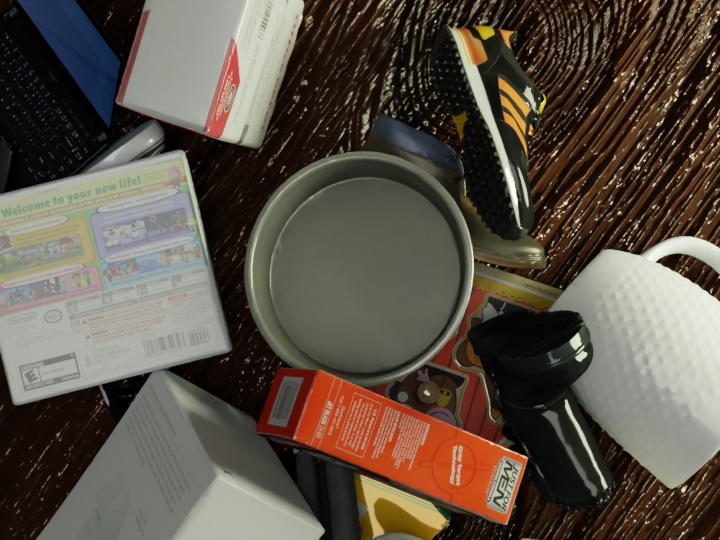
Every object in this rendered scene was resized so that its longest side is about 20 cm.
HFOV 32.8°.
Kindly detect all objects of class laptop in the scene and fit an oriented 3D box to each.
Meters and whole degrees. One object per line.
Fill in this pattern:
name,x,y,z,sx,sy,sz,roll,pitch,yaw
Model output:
laptop,-0.308,-0.171,1.084,0.200,0.103,0.178,-39,74,5

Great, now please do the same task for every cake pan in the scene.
cake pan,0.000,0.000,1.049,0.198,0.037,0.202,-2,82,11

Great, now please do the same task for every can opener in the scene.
can opener,-0.038,0.168,1.054,0.053,0.067,0.202,-16,62,16

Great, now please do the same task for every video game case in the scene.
video game case,-0.230,0.006,1.077,0.198,0.022,0.184,-14,92,-1

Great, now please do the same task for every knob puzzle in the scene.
knob puzzle,0.079,0.087,1.088,0.217,0.030,0.222,1,83,-7

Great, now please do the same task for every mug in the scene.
mug,0.264,0.056,1.059,0.175,0.148,0.200,42,67,10

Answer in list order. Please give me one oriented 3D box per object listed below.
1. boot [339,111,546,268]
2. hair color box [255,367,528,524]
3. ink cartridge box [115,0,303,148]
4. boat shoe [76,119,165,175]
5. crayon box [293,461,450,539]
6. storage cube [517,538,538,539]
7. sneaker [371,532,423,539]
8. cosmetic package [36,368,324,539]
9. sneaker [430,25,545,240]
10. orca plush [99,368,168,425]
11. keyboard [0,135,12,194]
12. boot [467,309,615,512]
boot,0.082,-0.069,1.091,0.198,0.075,0.098,19,97,5
hair color box,0.025,0.143,0.999,0.199,0.101,0.062,24,78,-19
ink cartridge box,-0.121,-0.188,1.039,0.083,0.200,0.146,18,94,7
boat shoe,-0.247,-0.055,1.125,0.200,0.070,0.066,-40,108,2
crayon box,-0.028,0.244,1.122,0.200,0.058,0.119,-42,89,5
storage cube,0.215,0.346,1.053,0.198,0.171,0.182,5,93,5
sneaker,0.046,0.290,1.066,0.099,0.199,0.071,-51,52,11
cosmetic package,-0.160,0.226,1.049,0.123,0.199,0.201,31,97,-31
sneaker,0.131,-0.127,1.066,0.089,0.070,0.202,-11,73,-20
orca plush,-0.223,0.105,1.125,0.104,0.071,0.202,5,93,4
keyboard,-0.384,-0.044,1.130,0.126,0.021,0.202,24,105,29
boot,0.160,0.119,0.997,0.073,0.198,0.164,-26,96,-11
